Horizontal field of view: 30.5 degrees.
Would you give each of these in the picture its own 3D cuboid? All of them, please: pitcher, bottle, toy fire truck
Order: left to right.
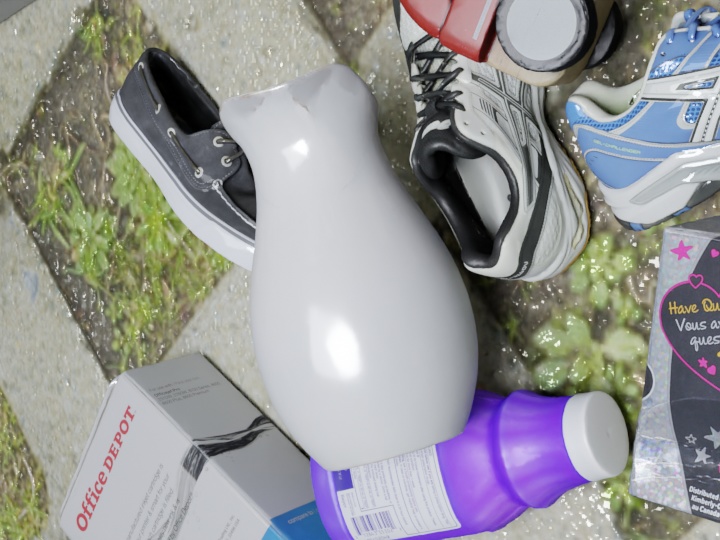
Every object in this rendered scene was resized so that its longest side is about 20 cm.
[{"bbox_3d":[0.000,0.000,0.742,0.120,0.171,0.202,-16,86,17],"label":"pitcher"},{"bbox_3d":[0.060,0.112,0.772,0.199,0.065,0.084,-20,81,38],"label":"bottle"},{"bbox_3d":[0.051,-0.206,0.652,0.199,0.128,0.178,27,108,16],"label":"toy fire truck"}]

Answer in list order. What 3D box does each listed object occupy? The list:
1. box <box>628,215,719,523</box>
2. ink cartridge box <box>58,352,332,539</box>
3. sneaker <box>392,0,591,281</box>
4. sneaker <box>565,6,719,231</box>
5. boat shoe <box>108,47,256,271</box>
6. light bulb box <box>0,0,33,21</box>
[{"bbox_3d":[0.215,0.035,0.551,0.131,0.199,0.116,14,104,36],"label":"box"},{"bbox_3d":[-0.099,0.176,0.897,0.200,0.084,0.145,41,119,25],"label":"ink cartridge box"},{"bbox_3d":[0.060,-0.090,0.728,0.075,0.087,0.202,-33,75,38],"label":"sneaker"},{"bbox_3d":[0.183,-0.093,0.626,0.199,0.076,0.077,-34,101,35],"label":"sneaker"},{"bbox_3d":[-0.094,-0.077,0.870,0.200,0.069,0.067,48,124,31],"label":"boat shoe"},{"bbox_3d":[-0.350,-0.280,0.999,0.197,0.124,0.202,-18,87,39],"label":"light bulb box"}]
